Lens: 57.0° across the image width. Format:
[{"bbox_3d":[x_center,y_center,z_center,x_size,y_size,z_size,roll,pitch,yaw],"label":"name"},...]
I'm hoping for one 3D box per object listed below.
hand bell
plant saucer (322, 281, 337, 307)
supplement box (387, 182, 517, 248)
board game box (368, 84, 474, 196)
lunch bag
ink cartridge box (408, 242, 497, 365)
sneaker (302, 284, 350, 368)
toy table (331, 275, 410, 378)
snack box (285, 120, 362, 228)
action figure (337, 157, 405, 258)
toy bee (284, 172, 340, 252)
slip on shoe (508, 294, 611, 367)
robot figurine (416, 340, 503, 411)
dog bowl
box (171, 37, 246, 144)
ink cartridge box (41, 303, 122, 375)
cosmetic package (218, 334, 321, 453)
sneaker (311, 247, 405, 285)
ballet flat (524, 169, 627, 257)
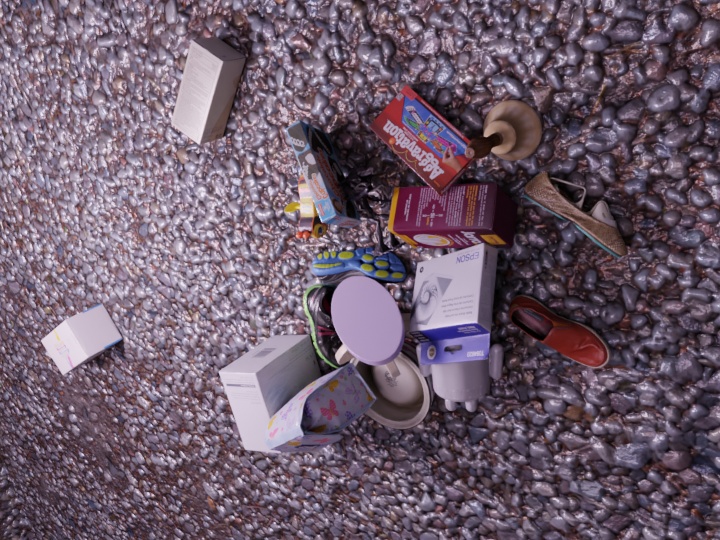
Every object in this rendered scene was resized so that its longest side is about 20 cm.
[{"bbox_3d":[0.212,-0.206,1.063,0.104,0.200,0.104,13,117,27],"label":"hand bell"},{"bbox_3d":[-0.052,0.090,1.474,0.070,0.019,0.201,8,113,29],"label":"plant saucer"},{"bbox_3d":[0.164,-0.094,1.182,0.199,0.110,0.086,1,75,33],"label":"supplement box"},{"bbox_3d":[0.111,-0.231,1.169,0.103,0.019,0.200,-47,63,11],"label":"board game box"},{"bbox_3d":[-0.092,0.307,1.393,0.127,0.200,0.170,57,137,4],"label":"lunch bag"},{"bbox_3d":[0.163,0.066,1.206,0.199,0.041,0.201,-19,59,56],"label":"ink cartridge box"},{"bbox_3d":[-0.060,0.125,1.436,0.084,0.077,0.201,-15,103,40],"label":"sneaker"},{"bbox_3d":[0.023,0.118,1.313,0.183,0.200,0.117,-18,145,5],"label":"toy table"},{"bbox_3d":[-0.068,-0.181,1.270,0.037,0.116,0.201,-26,77,22],"label":"snack box"},{"bbox_3d":[0.031,-0.132,1.256,0.102,0.119,0.201,-22,92,34],"label":"action figure"},{"bbox_3d":[-0.090,-0.110,1.357,0.131,0.109,0.200,-24,96,35],"label":"toy bee"},{"bbox_3d":[0.354,0.115,1.197,0.200,0.061,0.074,33,122,15],"label":"slip on shoe"},{"bbox_3d":[0.194,0.174,1.291,0.169,0.113,0.201,-3,109,13],"label":"robot figurine"},{"bbox_3d":[0.075,0.234,1.419,0.200,0.074,0.201,14,117,28],"label":"dog bowl"},{"bbox_3d":[-0.324,-0.381,1.409,0.095,0.078,0.200,38,125,14],"label":"box"},{"bbox_3d":[-0.824,0.207,1.950,0.200,0.128,0.125,-30,93,38],"label":"ink cartridge box"},{"bbox_3d":[-0.190,0.279,1.528,0.123,0.199,0.201,-4,108,35],"label":"cosmetic package"},{"bbox_3d":[0.000,0.000,1.375,0.199,0.071,0.083,1,149,19],"label":"sneaker"},{"bbox_3d":[0.366,-0.100,1.097,0.200,0.070,0.065,35,111,11],"label":"ballet flat"}]
